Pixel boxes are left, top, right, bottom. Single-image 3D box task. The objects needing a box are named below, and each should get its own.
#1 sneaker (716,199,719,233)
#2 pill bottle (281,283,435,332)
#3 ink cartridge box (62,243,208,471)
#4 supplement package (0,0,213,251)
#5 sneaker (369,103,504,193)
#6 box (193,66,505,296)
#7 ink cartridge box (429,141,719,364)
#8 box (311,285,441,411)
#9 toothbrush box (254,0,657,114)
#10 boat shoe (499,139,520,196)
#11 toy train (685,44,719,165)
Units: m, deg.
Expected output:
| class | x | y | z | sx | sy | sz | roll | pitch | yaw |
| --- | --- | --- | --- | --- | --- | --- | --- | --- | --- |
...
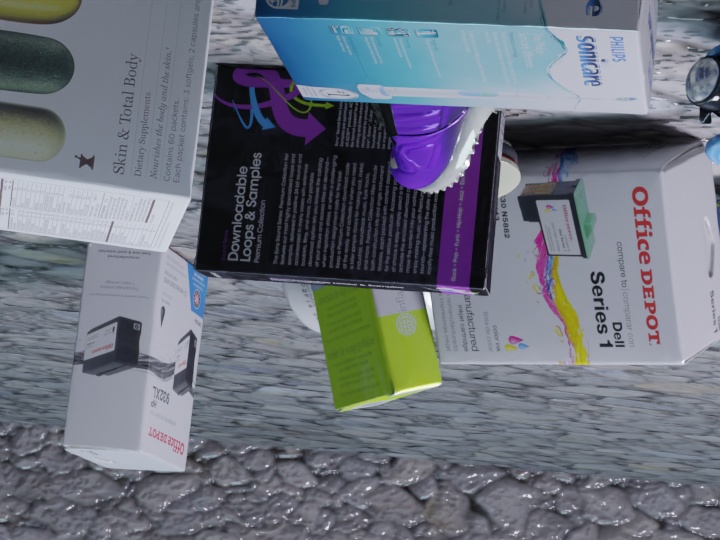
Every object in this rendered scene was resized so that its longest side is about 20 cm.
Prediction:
| class | x | y | z | sx | sy | sz | roll | pitch | yaw |
| --- | --- | --- | --- | --- | --- | --- | --- | --- | --- |
| sneaker | 0.341 | -0.015 | 1.742 | 0.199 | 0.074 | 0.082 | 21 | 164 | -29 |
| pill bottle | 0.043 | -0.009 | 1.799 | 0.199 | 0.115 | 0.114 | -4 | 165 | 38 |
| ink cartridge box | -0.215 | 0.086 | 2.165 | 0.083 | 0.201 | 0.145 | 3 | 168 | 13 |
| supplement package | -0.197 | -0.110 | 1.325 | 0.199 | 0.152 | 0.151 | 8 | 168 | -9 |
| sneaker | 0.033 | -0.117 | 1.385 | 0.099 | 0.070 | 0.200 | 14 | 154 | -10 |
| box | -0.006 | -0.061 | 1.501 | 0.199 | 0.144 | 0.036 | 4 | 170 | 10 |
| ink cartridge box | 0.152 | -0.011 | 1.616 | 0.199 | 0.145 | 0.084 | -1 | -166 | 31 |
| box | 0.000 | 0.000 | 1.701 | 0.047 | 0.201 | 0.122 | -9 | 174 | -22 |
| toothbrush box | 0.057 | -0.146 | 1.197 | 0.199 | 0.086 | 0.146 | 4 | 168 | 11 |
| boat shoe | 0.013 | -0.088 | 1.566 | 0.199 | 0.063 | 0.071 | 3 | 142 | 3 |
| toy train | 0.291 | -0.098 | 1.339 | 0.199 | 0.087 | 0.114 | 16 | 156 | -32 |
